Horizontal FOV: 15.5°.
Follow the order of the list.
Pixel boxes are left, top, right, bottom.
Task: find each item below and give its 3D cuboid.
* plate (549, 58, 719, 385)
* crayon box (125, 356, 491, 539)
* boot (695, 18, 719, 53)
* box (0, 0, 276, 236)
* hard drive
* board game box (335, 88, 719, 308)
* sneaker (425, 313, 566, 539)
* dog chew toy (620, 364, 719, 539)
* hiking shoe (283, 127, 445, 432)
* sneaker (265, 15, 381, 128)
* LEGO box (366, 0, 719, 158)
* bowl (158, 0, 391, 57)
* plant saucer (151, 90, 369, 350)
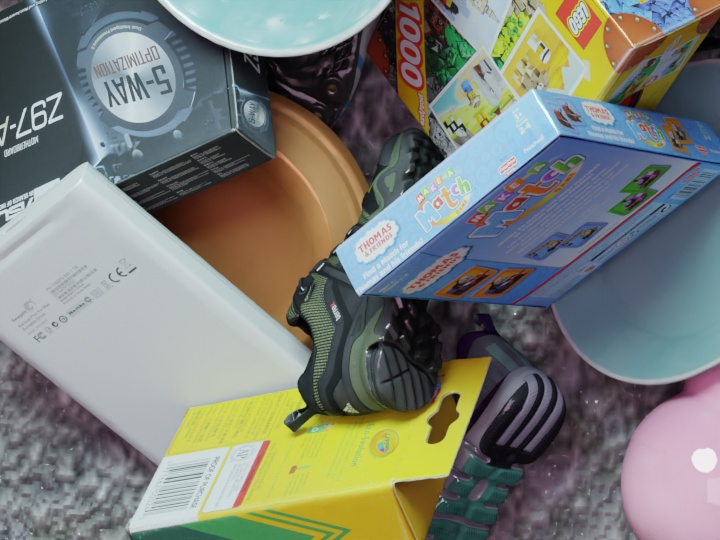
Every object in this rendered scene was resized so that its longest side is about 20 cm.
[{"bbox_3d":[0.192,-0.027,1.545,0.200,0.026,0.201,-22,57,38],"label":"plate"},{"bbox_3d":[-0.021,0.116,1.517,0.199,0.127,0.051,-11,117,23],"label":"crayon box"},{"bbox_3d":[0.186,-0.166,1.522,0.210,0.158,0.080,-8,88,11],"label":"boot"},{"bbox_3d":[-0.151,-0.106,1.588,0.199,0.044,0.161,-22,58,25],"label":"box"},{"bbox_3d":[-0.134,0.035,1.579,0.132,0.026,0.200,-35,117,31],"label":"hard drive"},{"bbox_3d":[0.100,-0.036,1.475,0.151,0.200,0.037,-39,68,26],"label":"board game box"},{"bbox_3d":[0.043,0.123,1.609,0.200,0.074,0.088,-51,47,16],"label":"sneaker"},{"bbox_3d":[0.236,0.083,1.537,0.124,0.125,0.200,28,87,9],"label":"dog chew toy"},{"bbox_3d":[0.000,0.000,1.543,0.100,0.076,0.200,-15,44,30],"label":"hiking shoe"},{"bbox_3d":[-0.019,-0.161,1.613,0.072,0.072,0.201,24,108,6],"label":"sneaker"},{"bbox_3d":[0.101,-0.139,1.509,0.077,0.200,0.149,-26,72,-31],"label":"LEGO box"},{"bbox_3d":[-0.033,-0.230,1.499,0.200,0.105,0.202,9,110,24],"label":"bowl"},{"bbox_3d":[-0.088,-0.014,1.614,0.199,0.037,0.201,3,104,11],"label":"plant saucer"}]
